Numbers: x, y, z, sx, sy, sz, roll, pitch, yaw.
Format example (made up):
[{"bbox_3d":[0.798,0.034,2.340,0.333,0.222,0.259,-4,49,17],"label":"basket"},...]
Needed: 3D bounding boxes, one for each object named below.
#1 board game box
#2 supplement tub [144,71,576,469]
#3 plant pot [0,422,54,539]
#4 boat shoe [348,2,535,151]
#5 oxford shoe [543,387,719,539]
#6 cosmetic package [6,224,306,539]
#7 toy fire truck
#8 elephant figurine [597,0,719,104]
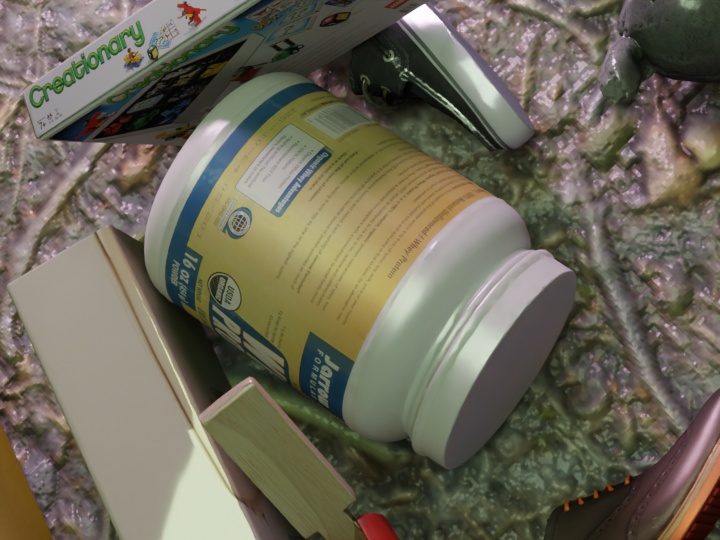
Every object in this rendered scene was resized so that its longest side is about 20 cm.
[{"bbox_3d":[-0.072,-0.123,0.927,0.200,0.126,0.035,-26,76,34],"label":"board game box"},{"bbox_3d":[0.000,0.000,0.911,0.200,0.145,0.145,34,89,19],"label":"supplement tub"},{"bbox_3d":[-0.282,0.157,0.916,0.199,0.176,0.201,-27,72,-7],"label":"plant pot"},{"bbox_3d":[0.016,-0.128,0.975,0.066,0.070,0.200,-45,71,10],"label":"boat shoe"},{"bbox_3d":[0.137,0.132,0.889,0.072,0.071,0.200,36,90,23],"label":"oxford shoe"},{"bbox_3d":[-0.111,0.085,0.946,0.073,0.104,0.201,-31,74,6],"label":"cosmetic package"},{"bbox_3d":[-0.036,0.175,0.833,0.176,0.129,0.200,-29,61,-10],"label":"toy fire truck"},{"bbox_3d":[0.247,-0.144,0.892,0.199,0.142,0.156,22,114,2],"label":"elephant figurine"}]
